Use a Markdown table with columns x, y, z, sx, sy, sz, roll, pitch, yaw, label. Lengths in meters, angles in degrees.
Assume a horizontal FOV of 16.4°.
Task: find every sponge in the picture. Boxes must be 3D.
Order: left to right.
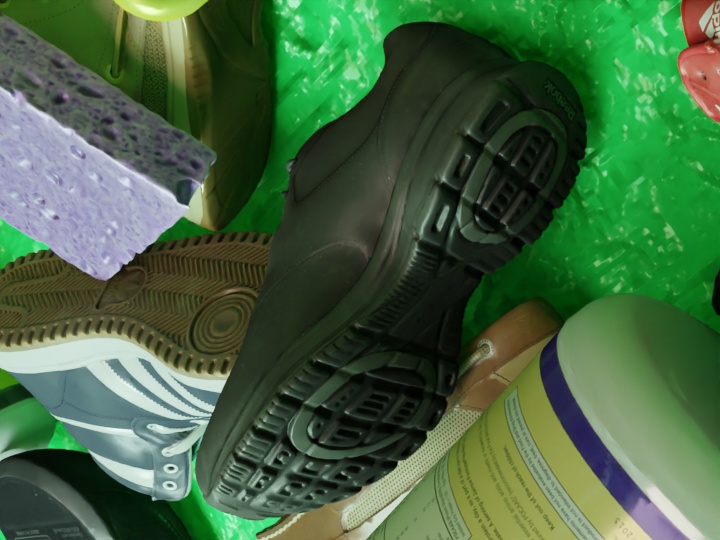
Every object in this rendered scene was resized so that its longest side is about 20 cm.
| x | y | z | sx | sy | sz | roll | pitch | yaw | label |
| --- | --- | --- | --- | --- | --- | --- | --- | --- | --- |
| -0.159 | -0.072 | 0.948 | 0.200 | 0.030 | 0.112 | 33 | 155 | -10 | sponge |

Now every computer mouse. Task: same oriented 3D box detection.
| x | y | z | sx | sy | sz | roll | pitch | yaw | label |
| --- | --- | --- | --- | --- | --- | --- | --- | --- | --- |
| -0.102 | 0.156 | 1.177 | 0.138 | 0.053 | 0.200 | -5 | 121 | 49 | computer mouse |

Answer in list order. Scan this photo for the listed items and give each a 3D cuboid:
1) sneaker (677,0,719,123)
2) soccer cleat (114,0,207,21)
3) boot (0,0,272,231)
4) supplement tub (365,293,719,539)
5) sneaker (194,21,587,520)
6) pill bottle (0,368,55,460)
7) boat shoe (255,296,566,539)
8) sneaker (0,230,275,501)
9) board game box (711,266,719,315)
| x | y | z | sx | sy | sz | roll | pitch | yaw | label |
| --- | --- | --- | --- | --- | --- | --- | --- | --- | --- |
| 0.120 | -0.071 | 0.699 | 0.115 | 0.078 | 0.200 | 13 | 160 | 39 | sneaker |
| -0.073 | -0.171 | 0.847 | 0.084 | 0.065 | 0.200 | 106 | 154 | -70 | soccer cleat |
| -0.113 | -0.120 | 0.967 | 0.155 | 0.073 | 0.200 | 18 | 134 | 21 | boot |
| 0.069 | 0.123 | 0.829 | 0.145 | 0.145 | 0.200 | 47 | 109 | 14 | supplement tub |
| 0.000 | 0.000 | 0.902 | 0.200 | 0.076 | 0.091 | -55 | 45 | 6 | sneaker |
| -0.246 | 0.032 | 1.195 | 0.200 | 0.112 | 0.112 | 50 | 140 | 11 | pill bottle |
| 0.026 | 0.066 | 0.968 | 0.200 | 0.076 | 0.074 | -32 | 84 | 43 | boat shoe |
| -0.060 | 0.044 | 1.023 | 0.200 | 0.070 | 0.109 | 2 | 141 | 38 | sneaker |
| 0.188 | 0.057 | 0.766 | 0.200 | 0.028 | 0.135 | 48 | 174 | 13 | board game box |
